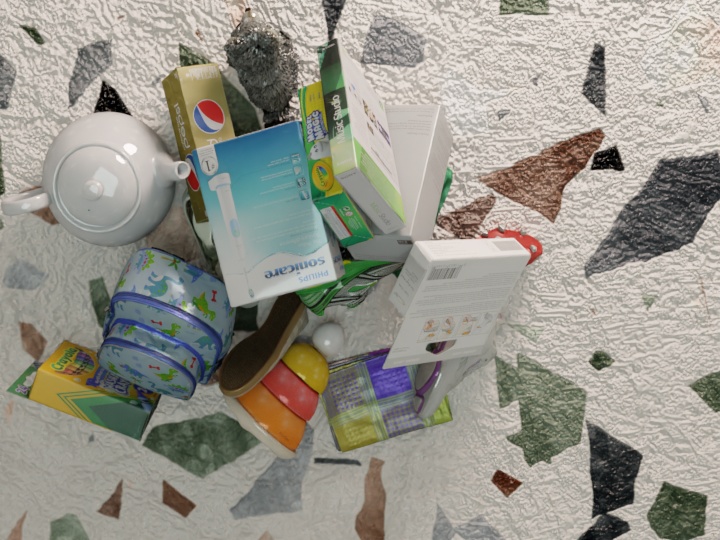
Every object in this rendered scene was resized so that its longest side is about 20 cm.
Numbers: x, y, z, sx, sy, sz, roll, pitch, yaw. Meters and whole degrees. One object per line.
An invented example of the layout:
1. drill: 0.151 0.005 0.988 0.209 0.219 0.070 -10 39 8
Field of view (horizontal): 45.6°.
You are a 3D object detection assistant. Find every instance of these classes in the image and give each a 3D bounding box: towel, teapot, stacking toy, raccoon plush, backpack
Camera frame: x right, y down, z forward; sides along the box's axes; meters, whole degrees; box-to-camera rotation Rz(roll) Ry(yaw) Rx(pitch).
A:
1. towel: 0.035 0.195 1.322 0.195 0.023 0.147 -15 103 2
2. teapot: -0.353 -0.118 1.167 0.195 0.146 0.202 33 101 -9
3. stacking toy: -0.092 0.160 1.265 0.146 0.146 0.200 44 85 -12
4. raccoon plush: -0.114 -0.249 1.148 0.095 0.134 0.203 -29 103 4
5. backpack: -0.263 0.079 1.173 0.180 0.149 0.201 23 146 -7

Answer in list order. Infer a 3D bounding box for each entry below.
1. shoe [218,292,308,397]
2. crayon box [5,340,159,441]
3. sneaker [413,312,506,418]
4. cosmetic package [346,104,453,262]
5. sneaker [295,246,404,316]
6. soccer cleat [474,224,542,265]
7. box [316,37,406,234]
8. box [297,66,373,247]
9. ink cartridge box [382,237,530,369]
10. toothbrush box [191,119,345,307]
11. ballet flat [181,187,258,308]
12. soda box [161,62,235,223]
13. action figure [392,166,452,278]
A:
1. shoe: -0.131 0.112 1.224 0.069 0.201 0.054 13 137 28
2. crayon box: -0.392 0.167 1.245 0.196 0.126 0.053 22 102 -7
3. sneaker: 0.150 0.137 1.274 0.098 0.075 0.203 29 89 -18
4. cosmetic package: 0.049 -0.117 1.148 0.110 0.081 0.204 6 68 25
5. sneaker: 0.000 0.000 1.220 0.196 0.079 0.086 -20 123 16
6. soccer cleat: 0.174 -0.009 1.253 0.196 0.069 0.086 -12 138 -19
7. box: 0.001 -0.165 1.058 0.036 0.204 0.144 -21 146 18
8. box: -0.033 -0.146 1.081 0.047 0.204 0.118 -15 148 13
9. ink cartridge box: 0.121 0.042 1.163 0.197 0.045 0.179 -3 128 -40
10. toothbrush box: -0.114 -0.071 1.089 0.143 0.085 0.205 -15 92 8
11. ballet flat: -0.206 -0.028 1.235 0.068 0.070 0.203 -23 104 4
12. soda box: -0.210 -0.173 1.169 0.063 0.067 0.205 -14 93 -32
13. action figure: 0.076 -0.093 1.236 0.116 0.055 0.203 25 105 -6
